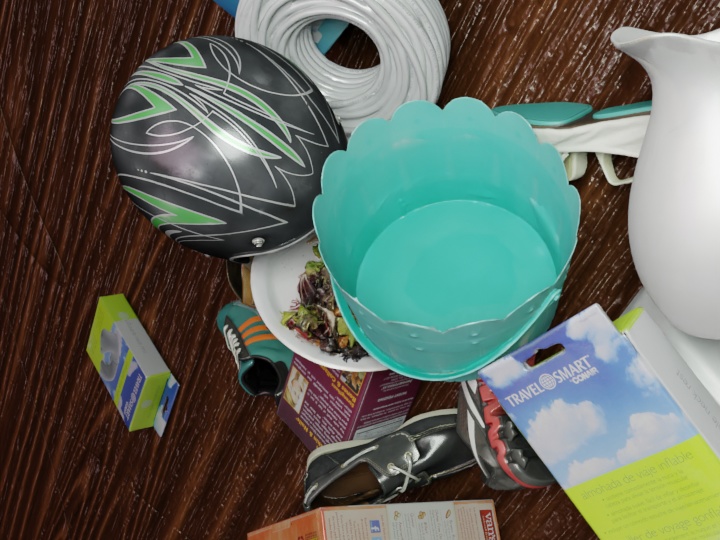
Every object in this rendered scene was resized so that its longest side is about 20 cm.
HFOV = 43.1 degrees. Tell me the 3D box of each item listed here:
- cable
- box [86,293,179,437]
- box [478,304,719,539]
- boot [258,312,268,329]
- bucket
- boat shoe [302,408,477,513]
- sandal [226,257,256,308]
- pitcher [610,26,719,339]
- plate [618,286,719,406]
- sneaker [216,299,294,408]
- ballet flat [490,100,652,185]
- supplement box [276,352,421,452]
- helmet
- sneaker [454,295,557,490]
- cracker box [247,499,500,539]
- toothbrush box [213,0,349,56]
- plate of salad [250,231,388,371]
[{"bbox_3d":[-0.018,-0.204,0.834,0.200,0.069,0.200,33,138,-11],"label":"cable"},{"bbox_3d":[-0.349,0.146,1.385,0.200,0.048,0.122,50,131,33],"label":"box"},{"bbox_3d":[0.189,0.120,0.636,0.200,0.048,0.122,53,132,2],"label":"box"},{"bbox_3d":[-0.104,-0.057,0.923,0.198,0.162,0.073,-63,10,-1],"label":"boot"},{"bbox_3d":[0.069,-0.016,0.719,0.207,0.207,0.135,53,171,29],"label":"bucket"},{"bbox_3d":[0.038,0.188,0.862,0.200,0.068,0.072,-20,109,16],"label":"boat shoe"},{"bbox_3d":[-0.125,0.006,1.012,0.054,0.200,0.080,-47,35,-8],"label":"sandal"},{"bbox_3d":[0.255,-0.067,0.582,0.121,0.171,0.200,-89,-13,-71],"label":"pitcher"},{"bbox_3d":[0.232,0.140,0.706,0.200,0.032,0.200,54,133,29],"label":"plate"},{"bbox_3d":[-0.123,0.096,1.069,0.200,0.080,0.071,26,136,44],"label":"sneaker"},{"bbox_3d":[0.179,-0.098,0.706,0.200,0.069,0.069,7,102,46],"label":"ballet flat"},{"bbox_3d":[-0.002,0.096,0.933,0.110,0.086,0.200,41,126,37],"label":"supplement box"},{"bbox_3d":[-0.113,-0.104,0.781,0.191,0.200,0.200,157,102,-75],"label":"helmet"},{"bbox_3d":[0.116,0.099,0.791,0.098,0.071,0.201,124,142,-54],"label":"sneaker"},{"bbox_3d":[0.014,0.256,0.852,0.134,0.200,0.058,-35,57,48],"label":"cracker box"},{"bbox_3d":[-0.044,-0.307,0.857,0.146,0.085,0.200,37,137,-9],"label":"toothbrush box"},{"bbox_3d":[0.000,0.000,0.831,0.200,0.200,0.048,55,157,28],"label":"plate of salad"}]
